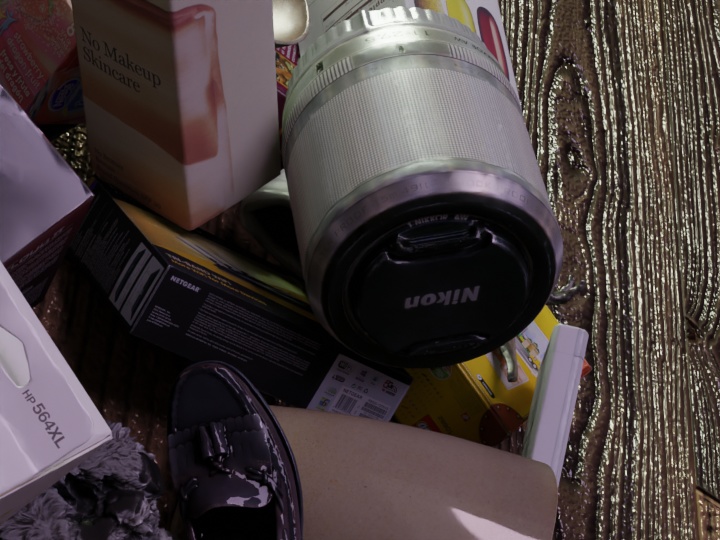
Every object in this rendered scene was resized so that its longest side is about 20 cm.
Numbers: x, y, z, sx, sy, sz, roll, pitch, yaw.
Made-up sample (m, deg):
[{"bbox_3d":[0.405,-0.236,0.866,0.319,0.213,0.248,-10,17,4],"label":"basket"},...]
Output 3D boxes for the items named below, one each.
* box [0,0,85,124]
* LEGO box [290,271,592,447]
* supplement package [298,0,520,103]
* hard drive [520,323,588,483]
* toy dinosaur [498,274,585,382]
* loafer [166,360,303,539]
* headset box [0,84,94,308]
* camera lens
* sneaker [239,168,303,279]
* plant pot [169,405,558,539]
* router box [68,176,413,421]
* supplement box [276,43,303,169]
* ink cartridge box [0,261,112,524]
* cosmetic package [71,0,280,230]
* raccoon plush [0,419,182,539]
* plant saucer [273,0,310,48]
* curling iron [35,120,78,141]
[{"bbox_3d":[-0.220,-0.203,1.461,0.102,0.095,0.200,-6,57,-50],"label":"box"},{"bbox_3d":[0.060,0.033,1.605,0.200,0.077,0.149,55,34,4],"label":"LEGO box"},{"bbox_3d":[0.031,-0.161,1.567,0.114,0.109,0.201,22,45,-38],"label":"supplement package"},{"bbox_3d":[0.117,0.149,1.465,0.027,0.132,0.201,13,73,3],"label":"hard drive"},{"bbox_3d":[0.110,-0.004,1.589,0.088,0.047,0.201,1,58,-32],"label":"toy dinosaur"},{"bbox_3d":[-0.067,0.147,1.243,0.063,0.072,0.201,41,35,-83],"label":"loafer"},{"bbox_3d":[-0.235,-0.049,1.215,0.077,0.200,0.149,-40,87,-24],"label":"headset box"},{"bbox_3d":[0.035,-0.050,1.377,0.160,0.160,0.200,27,32,-31],"label":"camera lens"},{"bbox_3d":[0.000,0.000,1.486,0.199,0.075,0.087,25,13,8],"label":"sneaker"},{"bbox_3d":[-0.009,0.164,1.344,0.199,0.188,0.188,26,40,-8],"label":"plant pot"},{"bbox_3d":[-0.082,0.025,1.406,0.200,0.052,0.157,26,9,-33],"label":"router box"},{"bbox_3d":[-0.096,-0.155,1.587,0.200,0.086,0.111,35,37,-24],"label":"supplement box"},{"bbox_3d":[-0.238,0.086,1.105,0.129,0.200,0.125,55,34,5],"label":"ink cartridge box"},{"bbox_3d":[-0.116,-0.139,1.359,0.103,0.201,0.087,31,50,33],"label":"cosmetic package"},{"bbox_3d":[-0.168,0.139,1.259,0.097,0.134,0.200,-36,57,-16],"label":"raccoon plush"},{"bbox_3d":[-0.117,-0.224,1.492,0.200,0.034,0.201,40,24,-22],"label":"plant saucer"},{"bbox_3d":[-0.236,-0.063,1.398,0.050,0.025,0.200,60,30,-13],"label":"curling iron"}]
